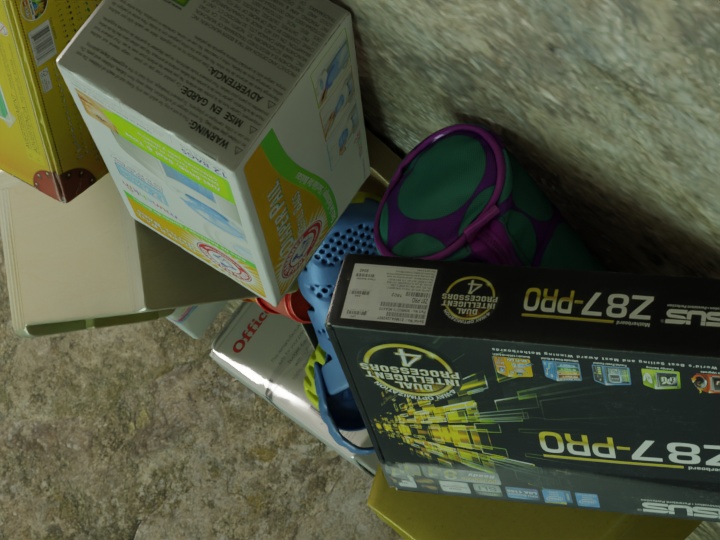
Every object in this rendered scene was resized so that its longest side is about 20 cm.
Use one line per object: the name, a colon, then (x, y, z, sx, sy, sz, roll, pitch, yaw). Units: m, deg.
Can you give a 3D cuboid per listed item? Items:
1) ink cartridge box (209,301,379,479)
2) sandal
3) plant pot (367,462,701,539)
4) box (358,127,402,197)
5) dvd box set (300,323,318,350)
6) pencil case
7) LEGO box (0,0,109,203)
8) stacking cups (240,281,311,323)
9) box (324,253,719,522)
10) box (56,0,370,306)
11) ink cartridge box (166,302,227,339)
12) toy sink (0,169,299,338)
ink cartridge box: (-0.017, 0.076, 1.510, 0.200, 0.146, 0.085, 33, 173, 35)
sandal: (0.002, 0.040, 1.061, 0.087, 0.079, 0.200, -109, 10, -50)
plant pot: (0.119, 0.142, 1.157, 0.200, 0.177, 0.200, 35, 172, 23)
box: (-0.048, -0.103, 1.050, 0.200, 0.021, 0.163, 41, 172, -22)
dvd box set: (-0.028, 0.018, 1.308, 0.147, 0.029, 0.200, 64, -175, 3)
pencil case: (0.091, 0.014, 0.871, 0.200, 0.085, 0.092, 43, -176, -36)
LEGO box: (-0.206, -0.156, 0.933, 0.149, 0.077, 0.200, 28, 143, 31)
stacking cups: (-0.088, -0.008, 1.179, 0.060, 0.061, 0.200, 42, 170, -33)
box: (0.097, 0.059, 0.814, 0.199, 0.049, 0.161, 4, 148, 16)
box: (-0.070, -0.078, 0.899, 0.112, 0.101, 0.200, 31, 165, 13)
ink cartridge box: (-0.171, -0.053, 1.453, 0.145, 0.145, 0.200, 36, 172, 12)
toy sink: (-0.157, -0.019, 1.106, 0.200, 0.112, 0.130, -6, 180, 44)
